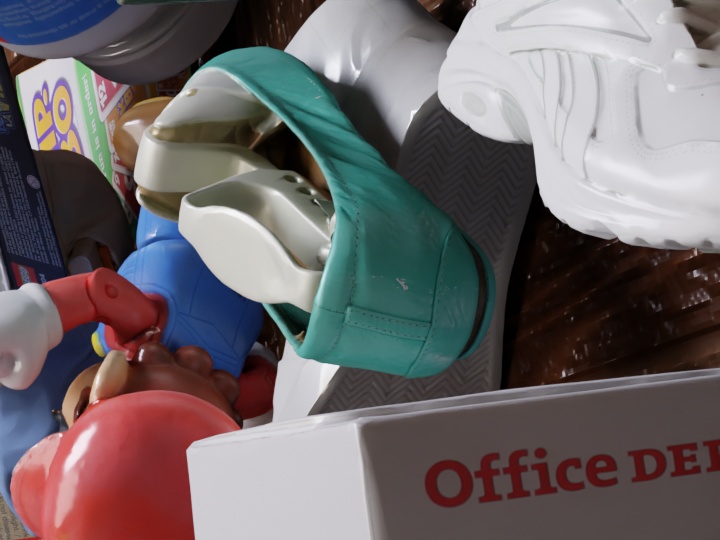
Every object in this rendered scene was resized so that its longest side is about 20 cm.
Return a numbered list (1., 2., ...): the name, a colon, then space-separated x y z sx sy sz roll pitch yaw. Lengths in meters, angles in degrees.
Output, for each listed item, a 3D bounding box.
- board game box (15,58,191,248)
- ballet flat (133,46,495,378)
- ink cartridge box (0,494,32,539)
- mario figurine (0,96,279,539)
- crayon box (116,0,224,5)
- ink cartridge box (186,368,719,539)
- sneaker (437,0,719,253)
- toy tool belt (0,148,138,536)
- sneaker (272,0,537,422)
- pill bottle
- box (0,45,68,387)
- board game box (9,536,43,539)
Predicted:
1. board game box: -0.118 -0.055 1.277 0.200 0.030 0.096 167 97 -68
2. ballet flat: -0.031 -0.027 0.888 0.200 0.070 0.067 42 119 54
3. ink cartridge box: -0.209 0.139 1.344 0.075 0.165 0.200 122 138 -57
4. mario figurine: -0.084 0.032 1.028 0.106 0.123 0.200 109 177 -48
5. crayon box: -0.044 -0.181 0.960 0.052 0.126 0.200 115 143 -49
6. ink cartridge box: 0.049 0.134 0.783 0.145 0.147 0.200 164 100 -66
7. sneaker: 0.080 -0.067 0.768 0.200 0.078 0.099 39 126 57
8. toy tool belt: -0.123 0.055 1.182 0.123 0.125 0.200 45 148 50
9. sneaker: 0.000 0.000 0.973 0.116 0.074 0.200 52 131 53
10. pill bottle: -0.129 -0.148 1.066 0.112 0.200 0.112 -14 61 26
11. box: -0.179 -0.036 1.114 0.110 0.035 0.200 -39 53 30
12. board game box: -0.064 0.137 0.974 0.151 0.200 0.046 -146 55 -60
